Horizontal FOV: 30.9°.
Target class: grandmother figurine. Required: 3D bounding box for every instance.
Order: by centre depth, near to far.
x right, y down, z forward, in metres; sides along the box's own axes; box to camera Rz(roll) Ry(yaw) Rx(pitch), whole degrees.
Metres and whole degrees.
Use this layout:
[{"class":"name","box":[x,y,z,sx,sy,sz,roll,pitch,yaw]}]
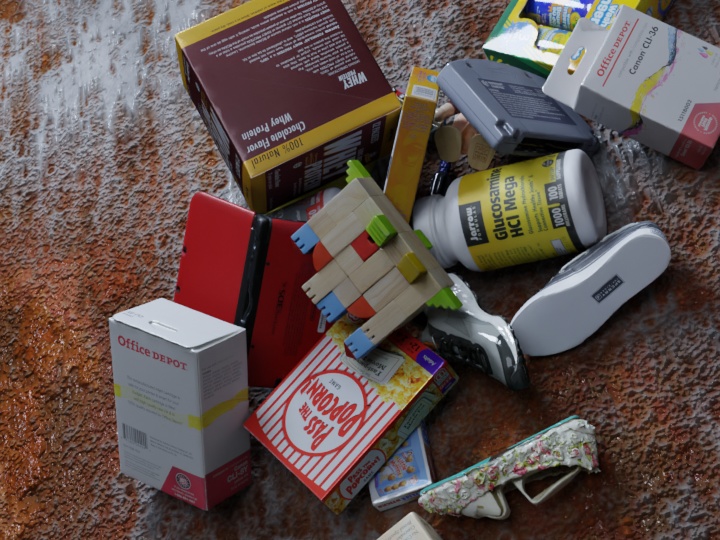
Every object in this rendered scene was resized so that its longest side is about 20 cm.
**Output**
[{"class":"grandmother figurine","box":[0.149,-0.182,1.535,0.121,0.061,0.200,22,32,3]}]

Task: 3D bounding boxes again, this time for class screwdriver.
[{"class":"screwdriver","box":[0.107,-0.151,1.604,0.028,0.029,0.200,-2,62,28]}]

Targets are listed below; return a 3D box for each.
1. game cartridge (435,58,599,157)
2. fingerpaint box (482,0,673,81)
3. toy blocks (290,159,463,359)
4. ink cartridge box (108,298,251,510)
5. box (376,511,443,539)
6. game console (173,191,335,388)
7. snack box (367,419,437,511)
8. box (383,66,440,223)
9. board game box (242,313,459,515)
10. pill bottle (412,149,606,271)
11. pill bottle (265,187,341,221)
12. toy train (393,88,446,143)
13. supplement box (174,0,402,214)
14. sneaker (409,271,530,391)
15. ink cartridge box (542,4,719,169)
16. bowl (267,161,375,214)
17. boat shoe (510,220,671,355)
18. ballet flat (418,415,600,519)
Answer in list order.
[{"class":"game cartridge","box":[0.176,-0.184,1.474,0.041,0.200,0.133,-49,61,30]},{"class":"fingerpaint box","box":[0.272,-0.312,1.585,0.167,0.073,0.200,22,74,36]},{"class":"toy blocks","box":[0.000,0.000,1.417,0.137,0.100,0.200,-40,81,19]},{"class":"ink cartridge box","box":[-0.202,0.148,1.476,0.145,0.200,0.083,17,27,36]},{"class":"box","box":[0.080,0.347,1.274,0.095,0.078,0.200,-40,50,0]},{"class":"game console","box":[-0.117,0.024,1.515,0.119,0.172,0.200,-137,55,-64]},{"class":"snack box","box":[0.033,0.164,1.450,0.072,0.024,0.200,-22,53,14]},{"class":"box","box":[0.052,-0.120,1.486,0.041,0.200,0.119,11,25,1]},{"class":"board game box","box":[-0.012,0.146,1.438,0.200,0.046,0.151,-48,50,-7]},{"class":"pill bottle","box":[0.165,-0.061,1.461,0.200,0.112,0.113,-13,56,22]},{"class":"pill bottle","box":[-0.095,-0.013,1.572,0.200,0.116,0.116,-23,53,15]},{"class":"toy train","box":[0.046,-0.213,1.673,0.046,0.034,0.200,-26,44,-27]},{"class":"supplement box","box":[-0.086,-0.207,1.545,0.197,0.133,0.200,-26,75,-11]},{"class":"sneaker","box":[0.117,0.078,1.408,0.079,0.074,0.200,-28,34,-13]},{"class":"ink cartridge box","box":[0.316,-0.212,1.450,0.200,0.068,0.117,26,74,9]},{"class":"bowl","box":[-0.088,-0.168,1.672,0.200,0.108,0.200,-14,55,21]},{"class":"boat shoe","box":[0.243,0.016,1.404,0.200,0.072,0.068,-41,15,18]},{"class":"ballet flat","box":[0.153,0.214,1.325,0.200,0.076,0.064,-29,67,14]}]
